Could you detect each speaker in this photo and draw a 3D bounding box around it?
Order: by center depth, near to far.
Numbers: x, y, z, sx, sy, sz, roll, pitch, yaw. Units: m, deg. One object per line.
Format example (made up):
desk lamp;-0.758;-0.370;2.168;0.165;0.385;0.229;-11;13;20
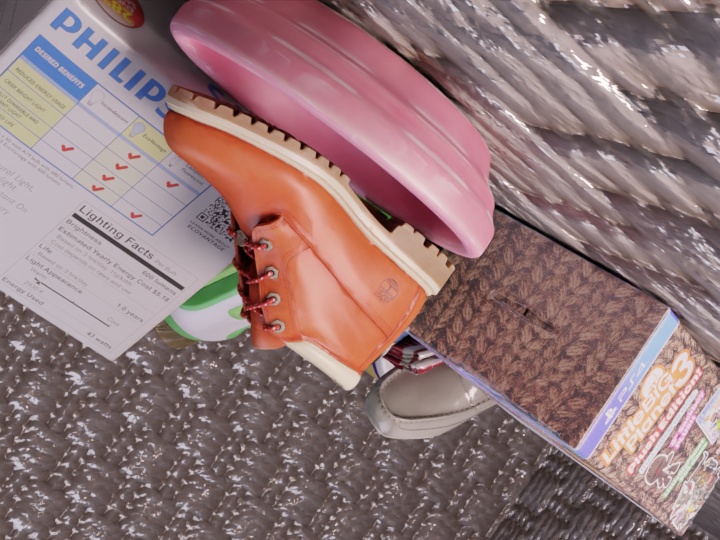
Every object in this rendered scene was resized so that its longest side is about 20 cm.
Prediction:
speaker;-0.057;-0.012;0.838;0.088;0.089;0.199;36;142;-28

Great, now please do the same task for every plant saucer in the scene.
plant saucer;-0.006;-0.084;0.644;0.199;0.051;0.201;36;178;1

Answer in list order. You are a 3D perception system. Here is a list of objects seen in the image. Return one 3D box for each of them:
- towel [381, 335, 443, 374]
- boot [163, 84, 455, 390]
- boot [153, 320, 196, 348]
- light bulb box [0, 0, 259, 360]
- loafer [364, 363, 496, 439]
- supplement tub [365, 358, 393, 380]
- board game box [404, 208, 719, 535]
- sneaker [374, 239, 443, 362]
towel;0.068;0.038;1.005;0.200;0.142;0.023;-161;55;-68
boot;-0.045;-0.014;0.681;0.199;0.108;0.075;39;178;-28
boot;-0.186;-0.053;1.011;0.199;0.065;0.178;34;136;51
light bulb box;-0.162;-0.082;0.777;0.198;0.199;0.126;37;-151;-31
loafer;0.091;0.076;0.980;0.070;0.198;0.070;58;146;17
supplement tub;0.036;0.048;1.418;0.145;0.146;0.199;37;177;-37
board game box;0.145;0.067;0.810;0.159;0.097;0.200;34;177;40
sneaker;0.025;0.020;0.918;0.199;0.077;0.077;-22;93;47
